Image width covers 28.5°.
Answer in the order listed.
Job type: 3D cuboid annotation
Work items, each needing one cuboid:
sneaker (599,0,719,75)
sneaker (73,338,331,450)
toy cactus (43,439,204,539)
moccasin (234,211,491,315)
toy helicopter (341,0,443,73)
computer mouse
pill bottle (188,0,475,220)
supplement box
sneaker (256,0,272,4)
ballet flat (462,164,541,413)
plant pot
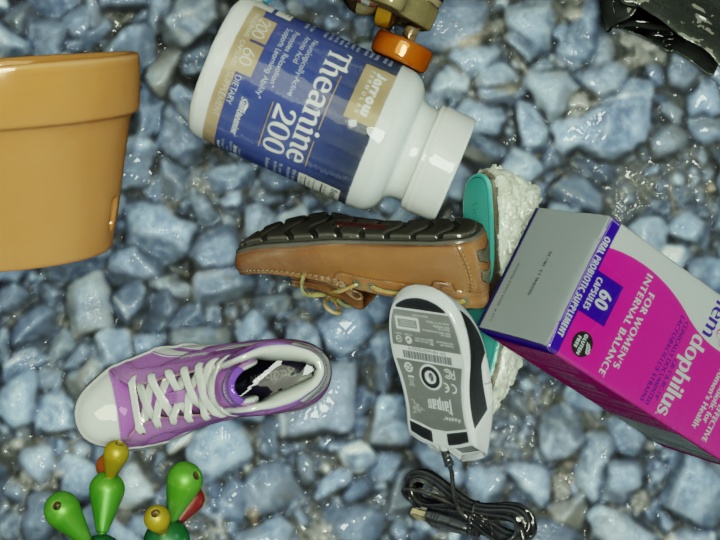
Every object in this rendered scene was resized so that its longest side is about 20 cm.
[{"bbox_3d":[0.205,-0.236,1.105,0.197,0.060,0.106,22,79,-3],"label":"sneaker"},{"bbox_3d":[-0.119,0.084,1.034,0.197,0.114,0.074,-14,86,-2],"label":"sneaker"},{"bbox_3d":[-0.180,0.227,1.040,0.199,0.102,0.166,-40,106,-7],"label":"toy cactus"},{"bbox_3d":[0.000,-0.001,1.055,0.198,0.074,0.079,1,110,15],"label":"moccasin"},{"bbox_3d":[-0.023,-0.222,1.038,0.131,0.199,0.080,29,96,35],"label":"toy helicopter"},{"bbox_3d":[0.069,0.100,1.023,0.044,0.109,0.203,-29,118,-44],"label":"computer mouse"},{"bbox_3d":[-0.019,-0.114,1.058,0.198,0.111,0.112,24,84,0],"label":"pill bottle"},{"bbox_3d":[0.201,0.050,1.020,0.199,0.103,0.102,31,82,-25],"label":"supplement box"},{"bbox_3d":[-0.145,-0.264,1.091,0.200,0.077,0.081,42,83,12],"label":"sneaker"},{"bbox_3d":[0.109,0.022,1.075,0.071,0.072,0.203,6,85,-1],"label":"ballet flat"},{"bbox_3d":[-0.252,-0.080,1.016,0.197,0.200,0.142,-4,100,-2],"label":"plant pot"}]
